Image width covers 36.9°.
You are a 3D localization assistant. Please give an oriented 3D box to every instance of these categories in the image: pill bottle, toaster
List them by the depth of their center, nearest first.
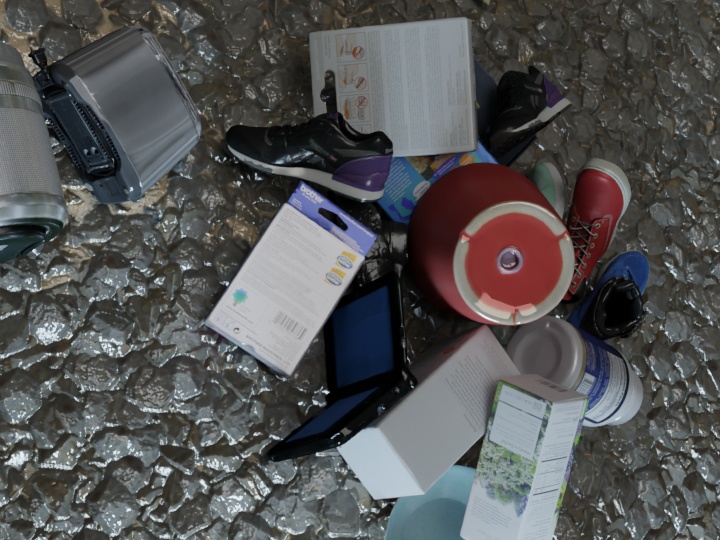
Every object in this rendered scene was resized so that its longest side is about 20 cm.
[{"bbox_3d":[-0.270,-0.182,1.197,0.129,0.113,0.201,-43,113,-34],"label":"toaster"},{"bbox_3d":[0.279,0.137,1.379,0.200,0.111,0.112,26,64,-44],"label":"pill bottle"}]

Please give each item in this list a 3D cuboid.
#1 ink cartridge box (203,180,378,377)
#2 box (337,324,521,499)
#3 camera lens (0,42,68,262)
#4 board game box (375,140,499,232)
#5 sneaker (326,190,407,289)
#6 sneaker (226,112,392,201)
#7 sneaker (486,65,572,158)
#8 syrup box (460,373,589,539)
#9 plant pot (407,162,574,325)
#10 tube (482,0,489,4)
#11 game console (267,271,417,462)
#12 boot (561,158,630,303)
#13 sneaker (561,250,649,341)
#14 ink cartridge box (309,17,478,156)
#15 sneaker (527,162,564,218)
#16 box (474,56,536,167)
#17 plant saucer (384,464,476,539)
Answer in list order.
[{"bbox_3d":[-0.080,0.010,1.263,0.119,0.042,0.201,34,81,-7],"label":"ink cartridge box"},{"bbox_3d":[0.083,0.169,1.286,0.200,0.124,0.098,-39,96,-29],"label":"box"},{"bbox_3d":[-0.395,-0.113,1.099,0.159,0.160,0.201,-12,82,-29],"label":"camera lens"},{"bbox_3d":[0.078,-0.134,1.374,0.152,0.045,0.200,-41,98,2],"label":"board game box"},{"bbox_3d":[0.001,0.000,1.330,0.104,0.060,0.201,8,81,-10],"label":"sneaker"},{"bbox_3d":[-0.058,-0.156,1.286,0.199,0.088,0.076,16,27,0],"label":"sneaker"},{"bbox_3d":[0.200,-0.213,1.417,0.088,0.076,0.200,53,36,1],"label":"sneaker"},{"bbox_3d":[0.189,0.229,1.249,0.081,0.079,0.201,0,106,-47],"label":"syrup box"},{"bbox_3d":[0.161,-0.022,1.284,0.199,0.177,0.202,-1,99,-5],"label":"plant pot"},{"bbox_3d":[0.112,-0.455,1.516,0.199,0.052,0.058,27,106,-23],"label":"tube"},{"bbox_3d":[-0.032,0.112,1.200,0.176,0.200,0.117,-35,92,-29],"label":"game console"},{"bbox_3d":[0.293,-0.042,1.421,0.072,0.200,0.145,23,63,20],"label":"boot"},{"bbox_3d":[0.359,0.033,1.471,0.200,0.111,0.077,-38,95,-30],"label":"sneaker"},{"bbox_3d":[0.042,-0.220,1.328,0.199,0.047,0.161,-2,96,14],"label":"ink cartridge box"},{"bbox_3d":[0.204,-0.071,1.444,0.118,0.074,0.201,16,63,-12],"label":"sneaker"},{"bbox_3d":[0.124,-0.205,1.451,0.158,0.051,0.200,-43,99,-30],"label":"box"},{"bbox_3d":[0.109,0.338,1.304,0.200,0.039,0.202,7,74,-24],"label":"plant saucer"}]
